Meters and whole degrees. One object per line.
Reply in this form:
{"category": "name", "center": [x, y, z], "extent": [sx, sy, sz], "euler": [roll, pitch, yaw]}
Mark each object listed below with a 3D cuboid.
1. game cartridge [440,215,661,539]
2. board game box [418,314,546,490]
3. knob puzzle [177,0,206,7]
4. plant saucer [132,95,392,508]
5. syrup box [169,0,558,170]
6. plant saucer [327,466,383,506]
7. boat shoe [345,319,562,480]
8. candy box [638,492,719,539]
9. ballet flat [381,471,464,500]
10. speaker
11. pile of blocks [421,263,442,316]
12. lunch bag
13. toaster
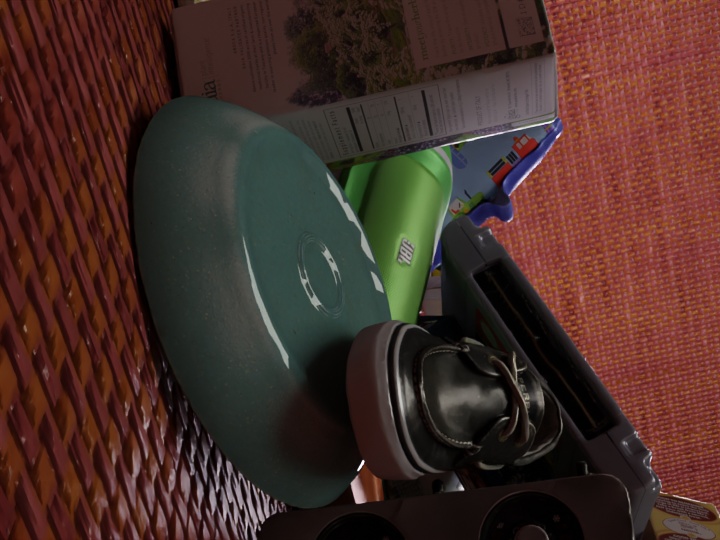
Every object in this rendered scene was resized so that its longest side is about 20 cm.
{"category": "game cartridge", "center": [0.108, 0.075, 0.750], "extent": [0.200, 0.041, 0.133], "euler": [57, -9, 29]}
{"category": "board game box", "center": [0.083, 0.124, 0.800], "extent": [0.201, 0.034, 0.135], "euler": [61, -6, -1]}
{"category": "knob puzzle", "center": [-0.107, -0.255, 0.788], "extent": [0.220, 0.030, 0.221], "euler": [-13, 90, -86]}
{"category": "plant saucer", "center": [-0.031, 0.007, 0.567], "extent": [0.200, 0.036, 0.201], "euler": [49, 30, -42]}
{"category": "syrup box", "center": [0.002, -0.111, 0.667], "extent": [0.081, 0.199, 0.079], "euler": [64, 15, -69]}
{"category": "plant saucer", "center": [-0.004, 0.135, 0.913], "extent": [0.200, 0.032, 0.201], "euler": [-14, 90, -79]}
{"category": "boat shoe", "center": [0.052, 0.059, 0.579], "extent": [0.200, 0.071, 0.073], "euler": [18, 65, -69]}
{"category": "candy box", "center": [0.184, 0.224, 0.705], "extent": [0.200, 0.055, 0.116], "euler": [-70, 173, -74]}
{"category": "ballet flat", "center": [0.043, 0.121, 0.896], "extent": [0.069, 0.071, 0.201], "euler": [-1, 77, -71]}
{"category": "speaker", "center": [0.000, 0.000, 0.731], "extent": [0.089, 0.088, 0.201], "euler": [72, 28, -53]}
{"category": "pile of blocks", "center": [0.026, -0.016, 0.958], "extent": [0.199, 0.082, 0.062], "euler": [24, -30, 34]}
{"category": "lunch bag", "center": [0.040, -0.101, 0.904], "extent": [0.200, 0.151, 0.094], "euler": [39, -16, 28]}
{"category": "toaster", "center": [0.051, 0.184, 0.638], "extent": [0.200, 0.180, 0.119], "euler": [70, 14, -67]}
